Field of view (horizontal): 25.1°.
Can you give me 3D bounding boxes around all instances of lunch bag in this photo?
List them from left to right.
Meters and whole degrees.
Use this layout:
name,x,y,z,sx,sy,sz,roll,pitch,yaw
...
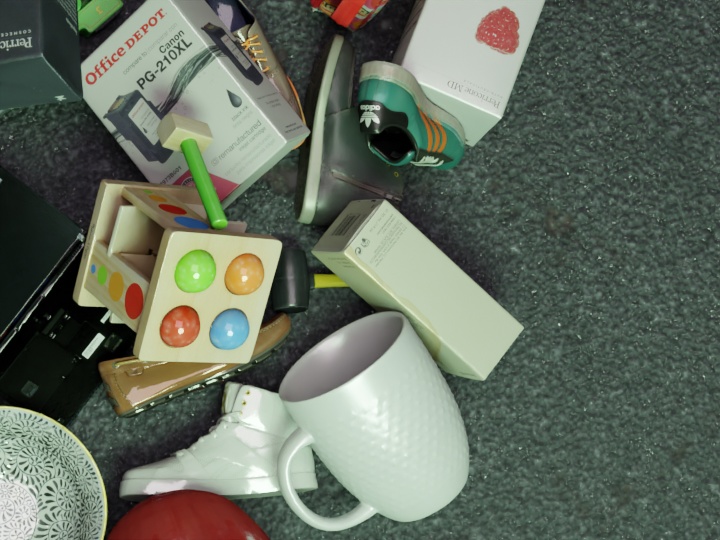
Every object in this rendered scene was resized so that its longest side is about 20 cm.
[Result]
name,x,y,z,sx,sy,sz,roll,pitch,yaw
lunch bag,0.020,-0.324,1.662,0.082,0.200,0.176,35,75,-7

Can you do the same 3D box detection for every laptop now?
name,x,y,z,sx,sy,sz,roll,pitch,yaw
laptop,-0.325,0.030,1.579,0.177,0.103,0.200,-53,133,-7

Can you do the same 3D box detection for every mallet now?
name,x,y,z,sx,sy,sz,roll,pitch,yaw
mallet,0.000,0.000,1.684,0.199,0.041,0.066,-9,80,-17

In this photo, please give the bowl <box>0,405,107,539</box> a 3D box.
name,x,y,z,sx,sy,sz,roll,pitch,yaw
bowl,-0.345,0.233,1.544,0.200,0.094,0.201,2,79,-11

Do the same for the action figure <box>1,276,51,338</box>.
name,x,y,z,sx,sy,sz,roll,pitch,yaw
action figure,-0.355,0.036,1.604,0.199,0.052,0.066,-12,87,-10

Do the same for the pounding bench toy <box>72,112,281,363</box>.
name,x,y,z,sx,sy,sz,roll,pitch,yaw
pounding bench toy,-0.158,-0.031,1.502,0.124,0.156,0.201,4,109,-39

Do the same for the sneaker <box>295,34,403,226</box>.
name,x,y,z,sx,sy,sz,roll,pitch,yaw
sneaker,-0.005,-0.141,1.694,0.106,0.075,0.201,8,87,-14

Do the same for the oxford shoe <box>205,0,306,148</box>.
name,x,y,z,sx,sy,sz,roll,pitch,yaw
oxford shoe,-0.119,-0.214,1.669,0.071,0.073,0.200,-30,79,-10

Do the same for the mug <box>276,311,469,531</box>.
name,x,y,z,sx,sy,sz,roll,pitch,yaw
mug,0.007,0.168,1.590,0.200,0.148,0.176,-38,108,-18

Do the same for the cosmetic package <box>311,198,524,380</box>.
name,x,y,z,sx,sy,sz,roll,pitch,yaw
cosmetic package,0.057,0.019,1.630,0.200,0.103,0.073,42,78,-15

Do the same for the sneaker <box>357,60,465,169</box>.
name,x,y,z,sx,sy,sz,roll,pitch,yaw
sneaker,0.046,-0.135,1.647,0.071,0.200,0.080,3,72,29

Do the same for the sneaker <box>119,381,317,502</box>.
name,x,y,z,sx,sy,sz,roll,pitch,yaw
sneaker,-0.145,0.170,1.609,0.199,0.074,0.116,-2,78,-21

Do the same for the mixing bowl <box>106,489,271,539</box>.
name,x,y,z,sx,sy,sz,roll,pitch,yaw
mixing bowl,-0.169,0.279,1.536,0.200,0.200,0.109,-14,54,-13

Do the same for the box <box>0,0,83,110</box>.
name,x,y,z,sx,sy,sz,roll,pitch,yaw
box,-0.386,-0.262,1.579,0.196,0.117,0.201,-8,74,7

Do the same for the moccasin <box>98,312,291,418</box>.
name,x,y,z,sx,sy,sz,roll,pitch,yaw
moccasin,-0.164,0.080,1.616,0.201,0.074,0.078,-21,85,-15

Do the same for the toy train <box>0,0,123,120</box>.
name,x,y,z,sx,sy,sz,roll,pitch,yaw
toy train,-0.326,-0.227,1.662,0.200,0.042,0.056,-45,101,-14

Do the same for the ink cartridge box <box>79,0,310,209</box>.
name,x,y,z,sx,sy,sz,roll,pitch,yaw
ink cartridge box,-0.173,-0.167,1.623,0.145,0.084,0.200,-39,89,20

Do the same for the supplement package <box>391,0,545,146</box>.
name,x,y,z,sx,sy,sz,roll,pitch,yaw
supplement package,0.114,-0.254,1.705,0.121,0.120,0.200,22,77,-7
